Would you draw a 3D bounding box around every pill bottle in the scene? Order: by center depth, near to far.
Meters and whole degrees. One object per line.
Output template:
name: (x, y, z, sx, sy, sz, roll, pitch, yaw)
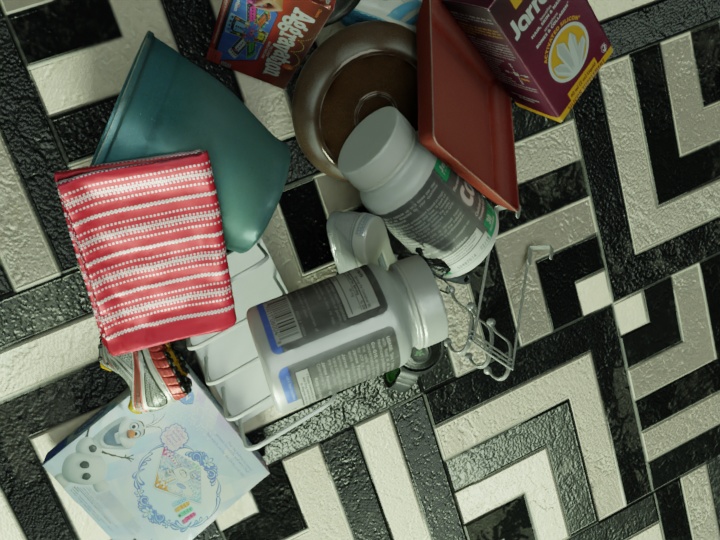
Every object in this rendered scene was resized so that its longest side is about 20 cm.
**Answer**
pill bottle: (-0.013, 0.062, 0.713, 0.195, 0.114, 0.117, -19, 105, -10)
pill bottle: (0.070, -0.091, 0.808, 0.199, 0.113, 0.114, 40, 87, -32)

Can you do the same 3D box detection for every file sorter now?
file sorter: (-0.130, 0.089, 0.812, 0.136, 0.124, 0.204, -28, 107, -9)

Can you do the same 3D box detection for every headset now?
headset: (0.058, 0.061, 0.840, 0.092, 0.125, 0.203, 16, 131, -9)

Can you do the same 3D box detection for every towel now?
towel: (-0.202, -0.012, 0.661, 0.141, 0.023, 0.205, -11, 124, -13)

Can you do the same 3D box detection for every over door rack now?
over door rack: (0.179, 0.029, 0.898, 0.147, 0.066, 0.205, 32, 76, -50)

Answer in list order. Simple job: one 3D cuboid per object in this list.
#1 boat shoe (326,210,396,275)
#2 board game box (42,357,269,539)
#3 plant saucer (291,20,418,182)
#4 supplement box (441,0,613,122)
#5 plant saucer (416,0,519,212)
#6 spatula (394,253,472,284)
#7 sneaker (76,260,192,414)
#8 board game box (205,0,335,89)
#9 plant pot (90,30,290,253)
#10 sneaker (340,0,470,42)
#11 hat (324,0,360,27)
boat shoe: (0.000, 0.000, 0.838, 0.073, 0.067, 0.201, -62, 155, -22)
board game box: (-0.249, 0.242, 0.846, 0.197, 0.043, 0.202, -37, 108, -7)
plant saucer: (0.015, -0.192, 0.814, 0.195, 0.032, 0.205, -10, 126, -14)
supplement box: (0.198, -0.285, 0.784, 0.111, 0.085, 0.199, -53, 132, 1)
plant saucer: (0.122, -0.190, 0.787, 0.198, 0.036, 0.206, 26, 58, -47)
spatula: (0.068, -0.009, 0.906, 0.195, 0.021, 0.058, 15, 101, -19)
sneaker: (-0.275, 0.072, 0.773, 0.081, 0.078, 0.203, -29, 86, -2)
board game box: (-0.102, -0.256, 0.720, 0.100, 0.199, 0.020, 15, 77, -17)
plant pot: (-0.183, -0.115, 0.728, 0.185, 0.200, 0.204, 24, 93, -24)
sneaker: (0.060, -0.324, 0.824, 0.195, 0.076, 0.083, -1, 97, -24)
hat: (-0.072, -0.369, 0.722, 0.197, 0.081, 0.205, -20, 129, -26)
